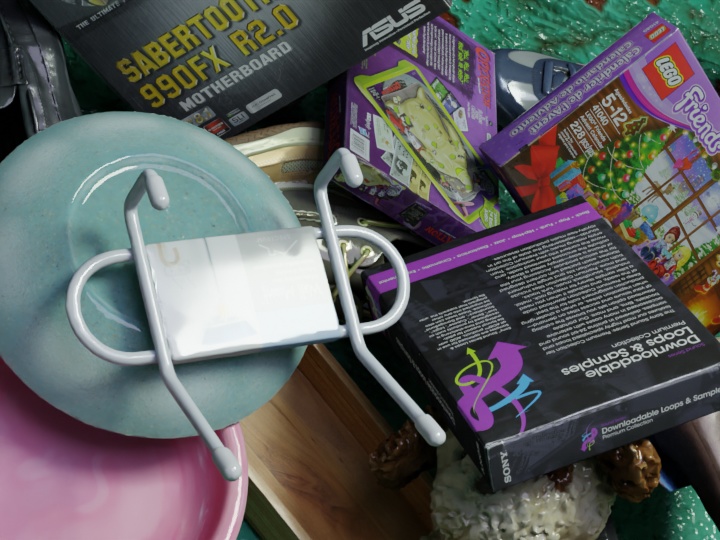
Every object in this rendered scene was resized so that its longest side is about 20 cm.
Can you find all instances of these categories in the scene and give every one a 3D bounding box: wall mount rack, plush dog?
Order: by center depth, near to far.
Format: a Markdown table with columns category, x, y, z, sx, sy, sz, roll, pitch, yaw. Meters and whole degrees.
| category | x | y | z | sx | sy | sz | roll | pitch | yaw |
| --- | --- | --- | --- | --- | --- | --- | --- | --- | --- |
| wall mount rack | -0.045 | 0.027 | 1.121 | 0.199 | 0.075 | 0.175 | -8 | 71 | -26 |
| plush dog | 0.085 | 0.151 | 1.165 | 0.160 | 0.199 | 0.173 | 37 | 59 | -59 |

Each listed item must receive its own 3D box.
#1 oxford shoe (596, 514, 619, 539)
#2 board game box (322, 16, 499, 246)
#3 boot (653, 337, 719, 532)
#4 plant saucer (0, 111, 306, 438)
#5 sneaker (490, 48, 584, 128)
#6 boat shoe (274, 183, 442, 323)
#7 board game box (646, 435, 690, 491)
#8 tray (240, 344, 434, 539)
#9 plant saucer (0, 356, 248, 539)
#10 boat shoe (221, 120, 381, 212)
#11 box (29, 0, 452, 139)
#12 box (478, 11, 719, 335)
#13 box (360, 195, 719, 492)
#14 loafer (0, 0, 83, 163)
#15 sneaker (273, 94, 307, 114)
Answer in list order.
| category | x | y | z | sx | sy | sz | roll | pitch | yaw |
| --- | --- | --- | --- | --- | --- | --- | --- | --- | --- |
| oxford shoe | 0.132 | 0.186 | 1.268 | 0.072 | 0.085 | 0.200 | -30 | 58 | -4 |
| board game box | 0.033 | -0.099 | 1.328 | 0.120 | 0.032 | 0.200 | 28 | 36 | -20 |
| boot | 0.224 | 0.118 | 1.295 | 0.200 | 0.072 | 0.167 | 34 | 31 | -60 |
| plant saucer | -0.113 | -0.008 | 1.177 | 0.200 | 0.039 | 0.202 | 9 | 61 | -17 |
| sneaker | 0.173 | -0.118 | 1.453 | 0.199 | 0.082 | 0.070 | 15 | 57 | -20 |
| boat shoe | 0.001 | -0.003 | 1.281 | 0.201 | 0.072 | 0.060 | 12 | 12 | -32 |
| board game box | 0.135 | 0.082 | 1.305 | 0.158 | 0.039 | 0.200 | 50 | 12 | 14 |
| tray | -0.017 | 0.126 | 1.238 | 0.099 | 0.037 | 0.200 | -35 | 82 | -38 |
| plant saucer | -0.161 | 0.108 | 1.151 | 0.200 | 0.051 | 0.201 | 10 | 60 | -17 |
| boat shoe | -0.031 | -0.048 | 1.314 | 0.199 | 0.072 | 0.077 | -14 | 81 | -34 |
| box | -0.071 | -0.170 | 1.244 | 0.158 | 0.199 | 0.048 | 48 | 25 | -34 |
| box | 0.180 | -0.041 | 1.336 | 0.137 | 0.039 | 0.200 | -38 | 121 | -1 |
| box | 0.099 | 0.035 | 1.180 | 0.142 | 0.036 | 0.200 | -18 | 31 | -10 |
| loafer | -0.204 | -0.098 | 1.245 | 0.070 | 0.068 | 0.201 | -12 | 72 | -43 |
| sneaker | -0.086 | -0.198 | 1.357 | 0.075 | 0.088 | 0.200 | -34 | 80 | -36 |
